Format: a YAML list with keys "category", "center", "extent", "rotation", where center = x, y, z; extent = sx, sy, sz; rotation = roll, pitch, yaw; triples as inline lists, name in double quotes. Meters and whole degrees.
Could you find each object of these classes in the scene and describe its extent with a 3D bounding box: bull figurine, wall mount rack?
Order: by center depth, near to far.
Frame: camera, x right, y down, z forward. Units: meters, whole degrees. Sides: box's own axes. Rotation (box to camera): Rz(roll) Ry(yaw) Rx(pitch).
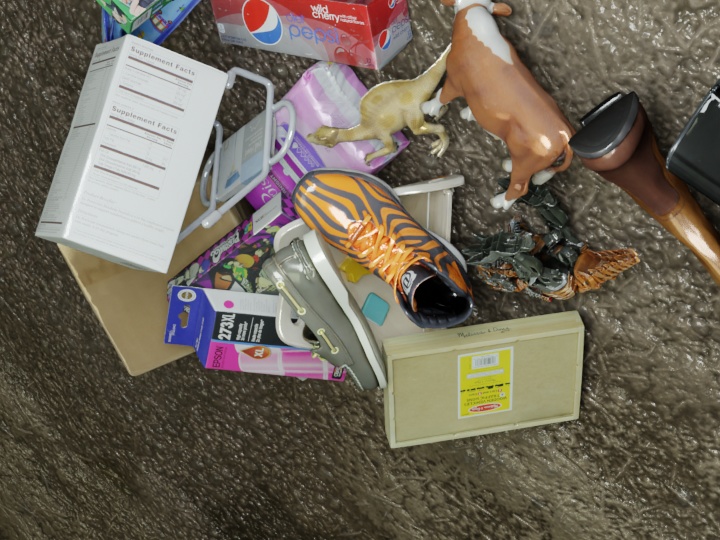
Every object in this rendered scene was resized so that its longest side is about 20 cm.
- category: "bull figurine"
  center: [0.116, -0.155, 1.338]
  extent: [0.201, 0.065, 0.122]
  rotation: [59, 147, 24]
- category: "wall mount rack"
  center: [-0.142, -0.096, 1.508]
  extent: [0.074, 0.175, 0.200]
  rotation: [16, 155, -28]

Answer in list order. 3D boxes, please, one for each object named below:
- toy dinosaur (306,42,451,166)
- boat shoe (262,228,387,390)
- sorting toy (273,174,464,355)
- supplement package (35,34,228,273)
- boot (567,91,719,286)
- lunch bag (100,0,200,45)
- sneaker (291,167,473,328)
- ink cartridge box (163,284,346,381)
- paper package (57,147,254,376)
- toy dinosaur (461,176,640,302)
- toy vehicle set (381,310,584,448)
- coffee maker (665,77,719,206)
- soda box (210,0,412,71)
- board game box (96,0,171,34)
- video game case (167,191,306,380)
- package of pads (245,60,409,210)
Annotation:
- category: "toy dinosaur"
  center: [0.047, -0.153, 1.417]
  extent: [0.200, 0.058, 0.101]
  rotation: [-36, 140, 16]
- category: "boat shoe"
  center: [-0.029, 0.046, 1.422]
  extent: [0.072, 0.060, 0.202]
  rotation: [-112, -4, -48]
- category: "sorting toy"
  center: [0.000, 0.000, 1.497]
  extent: [0.107, 0.179, 0.201]
  rotation: [39, 133, 55]
- category: "supplement package"
  center: [-0.221, -0.111, 1.470]
  extent: [0.109, 0.201, 0.114]
  rotation: [20, 175, -25]
- category: "boot"
  center: [0.253, -0.048, 1.262]
  extent: [0.068, 0.188, 0.200]
  rotation: [-36, 93, 7]
- category: "lunch bag"
  center: [-0.224, -0.300, 1.527]
  extent: [0.200, 0.093, 0.152]
  rotation: [135, 131, -60]
- category: "sneaker"
  center: [0.029, -0.019, 1.393]
  extent: [0.199, 0.112, 0.078]
  rotation: [30, 106, -18]
- category: "ink cartridge box"
  center: [-0.104, 0.066, 1.603]
  extent: [0.198, 0.037, 0.095]
  rotation: [8, 136, -8]
- category: "paper package"
  center: [-0.203, -0.010, 1.701]
  extent: [0.199, 0.104, 0.192]
  rotation: [-23, 108, 11]
- category: "toy dinosaur"
  center: [0.176, -0.019, 1.435]
  extent: [0.199, 0.103, 0.136]
  rotation: [-21, 131, 36]
- category: "toy vehicle set"
  center: [0.122, 0.109, 1.516]
  extent: [0.027, 0.198, 0.125]
  rotation: [-107, 12, -51]
- category: "coffee maker"
  center: [0.335, -0.054, 1.161]
  extent: [0.200, 0.192, 0.135]
  rotation: [41, -179, 25]
- category: "soda box"
  center: [-0.049, -0.248, 1.460]
  extent: [0.199, 0.063, 0.070]
  rotation: [15, 132, 34]
- category: "board game box"
  center: [-0.186, -0.329, 1.414]
  extent: [0.135, 0.200, 0.029]
  rotation: [46, 158, 3]
- category: "video game case"
  center: [-0.071, 0.022, 1.608]
  extent: [0.181, 0.036, 0.200]
  rotation: [-36, 128, 29]
- category: "package of pads"
  center: [-0.049, -0.121, 1.557]
  extent: [0.121, 0.076, 0.200]
  rotation: [53, 141, 0]
